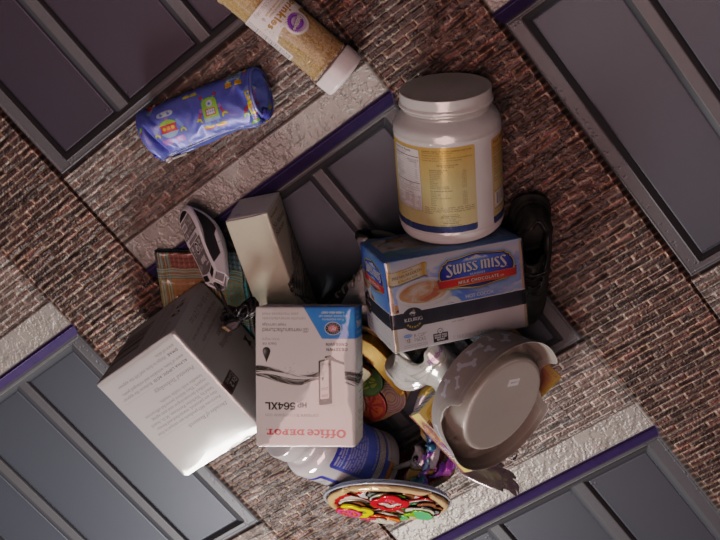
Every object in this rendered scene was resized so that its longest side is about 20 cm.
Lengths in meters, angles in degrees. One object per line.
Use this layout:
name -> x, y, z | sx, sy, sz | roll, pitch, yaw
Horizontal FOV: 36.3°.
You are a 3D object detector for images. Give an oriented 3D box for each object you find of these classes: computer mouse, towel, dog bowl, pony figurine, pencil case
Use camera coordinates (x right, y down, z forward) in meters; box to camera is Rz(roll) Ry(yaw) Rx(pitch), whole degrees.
computer mouse -> -0.209, -0.010, 1.625 | 0.200, 0.044, 0.110 | 66, 152, 9
towel -> -0.240, 0.059, 1.718 | 0.146, 0.022, 0.200 | 0, 117, 10
dog bowl -> 0.179, 0.172, 1.494 | 0.059, 0.200, 0.200 | 35, 129, 41
pony figurine -> 0.158, 0.251, 1.687 | 0.193, 0.167, 0.200 | 12, 97, 3
pencil case -> -0.216, -0.214, 1.535 | 0.200, 0.078, 0.087 | -18, 84, 19

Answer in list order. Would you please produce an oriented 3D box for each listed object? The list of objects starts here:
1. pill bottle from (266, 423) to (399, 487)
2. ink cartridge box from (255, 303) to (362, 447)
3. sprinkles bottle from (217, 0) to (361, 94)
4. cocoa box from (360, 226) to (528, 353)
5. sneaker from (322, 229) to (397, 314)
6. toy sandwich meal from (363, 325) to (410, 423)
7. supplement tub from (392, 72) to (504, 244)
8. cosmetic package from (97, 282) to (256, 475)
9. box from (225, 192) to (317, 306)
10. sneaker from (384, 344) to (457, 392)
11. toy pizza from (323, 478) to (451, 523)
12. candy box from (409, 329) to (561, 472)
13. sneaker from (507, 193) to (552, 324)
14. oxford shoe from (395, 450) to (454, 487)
pill bottle -> -0.045, 0.276, 1.705 | 0.200, 0.112, 0.112 | 28, 122, -35
ink cartridge box -> -0.072, 0.149, 1.569 | 0.146, 0.084, 0.200 | -1, 91, 6
sprinkles bottle -> -0.095, -0.321, 1.463 | 0.200, 0.068, 0.068 | 38, 117, -10
cocoa box -> 0.114, 0.017, 1.522 | 0.200, 0.133, 0.131 | -10, 107, -12
sneaker -> 0.000, 0.000, 1.621 | 0.200, 0.075, 0.116 | -24, 106, 10
toy sandwich meal -> -0.018, 0.168, 1.706 | 0.205, 0.070, 0.205 | 4, 118, 8
supplement tub -> 0.118, -0.151, 1.471 | 0.144, 0.144, 0.200 | 0, 117, 10
cosmetic package -> -0.253, 0.164, 1.669 | 0.165, 0.165, 0.200 | -34, 107, 22
box -> -0.129, -0.008, 1.629 | 0.068, 0.082, 0.200 | -10, 117, 16
sneaker -> 0.083, 0.124, 1.576 | 0.100, 0.200, 0.075 | 47, 71, -18
toy pizza -> 0.041, 0.366, 1.706 | 0.200, 0.032, 0.200 | 2, 153, 1
candy box -> 0.183, 0.184, 1.607 | 0.200, 0.056, 0.117 | -44, 88, -15
sneaker -> 0.236, -0.004, 1.558 | 0.076, 0.091, 0.200 | -3, 119, 2
oxford shoe -> 0.072, 0.350, 1.799 | 0.200, 0.071, 0.074 | -20, 134, 22
